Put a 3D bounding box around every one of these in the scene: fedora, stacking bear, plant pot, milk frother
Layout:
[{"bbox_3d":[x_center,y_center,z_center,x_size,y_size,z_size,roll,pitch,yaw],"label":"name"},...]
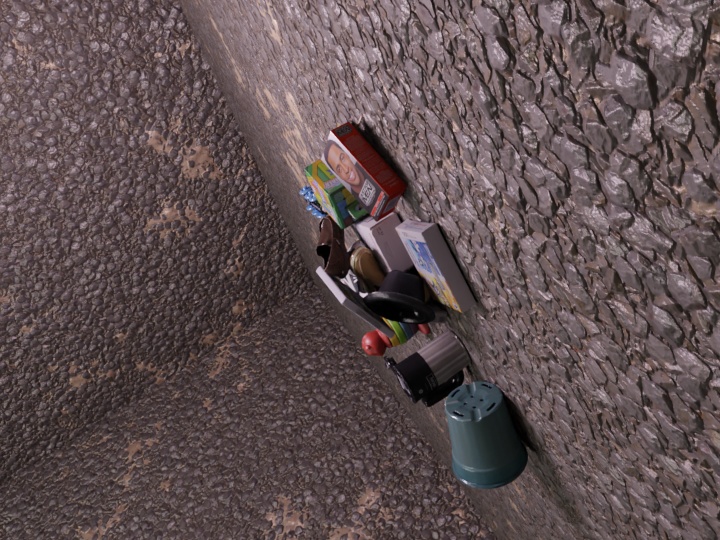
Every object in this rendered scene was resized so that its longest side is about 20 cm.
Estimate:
[{"bbox_3d":[0.101,0.059,1.500,0.198,0.093,0.201,15,162,5],"label":"fedora"},{"bbox_3d":[0.095,0.192,1.921,0.115,0.199,0.121,59,171,-11],"label":"stacking bear"},{"bbox_3d":[0.305,0.404,1.570,0.200,0.198,0.198,40,152,62],"label":"plant pot"},{"bbox_3d":[0.176,0.250,1.718,0.200,0.187,0.182,51,167,39],"label":"milk frother"}]

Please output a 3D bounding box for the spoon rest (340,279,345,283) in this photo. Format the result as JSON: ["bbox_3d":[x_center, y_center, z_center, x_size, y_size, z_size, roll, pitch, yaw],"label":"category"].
[{"bbox_3d":[0.002,-0.027,1.989,0.100,0.060,0.201,55,134,27],"label":"spoon rest"}]

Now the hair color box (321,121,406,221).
[{"bbox_3d":[0.004,-0.218,1.377,0.200,0.061,0.102,49,148,14],"label":"hair color box"}]

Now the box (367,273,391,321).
[{"bbox_3d":[0.070,0.033,1.842,0.202,0.106,0.148,59,171,-8],"label":"box"}]

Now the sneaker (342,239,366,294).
[{"bbox_3d":[0.000,0.000,1.687,0.130,0.080,0.199,45,151,-4],"label":"sneaker"}]

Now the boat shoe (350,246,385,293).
[{"bbox_3d":[0.035,0.010,1.606,0.076,0.072,0.200,34,168,32],"label":"boat shoe"}]

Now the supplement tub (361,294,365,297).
[{"bbox_3d":[0.040,0.072,2.079,0.201,0.122,0.123,54,170,28],"label":"supplement tub"}]

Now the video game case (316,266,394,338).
[{"bbox_3d":[-0.015,0.079,1.583,0.182,0.022,0.200,38,-175,-32],"label":"video game case"}]

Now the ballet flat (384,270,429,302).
[{"bbox_3d":[0.114,0.025,1.676,0.200,0.070,0.071,52,169,51],"label":"ballet flat"}]

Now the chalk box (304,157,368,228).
[{"bbox_3d":[-0.038,-0.206,1.609,0.200,0.124,0.125,48,166,44],"label":"chalk box"}]

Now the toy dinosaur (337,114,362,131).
[{"bbox_3d":[-0.026,-0.299,1.447,0.102,0.058,0.200,62,170,-13],"label":"toy dinosaur"}]

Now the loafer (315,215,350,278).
[{"bbox_3d":[-0.080,-0.070,1.614,0.073,0.070,0.202,-59,36,37],"label":"loafer"}]

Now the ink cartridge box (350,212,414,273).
[{"bbox_3d":[0.059,-0.078,1.615,0.149,0.085,0.200,61,170,-18],"label":"ink cartridge box"}]

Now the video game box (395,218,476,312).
[{"bbox_3d":[0.164,-0.015,1.387,0.202,0.046,0.182,61,173,-13],"label":"video game box"}]

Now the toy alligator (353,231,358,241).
[{"bbox_3d":[0.010,-0.136,1.813,0.053,0.060,0.202,3,133,22],"label":"toy alligator"}]

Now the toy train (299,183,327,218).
[{"bbox_3d":[-0.115,-0.230,1.960,0.088,0.113,0.200,66,168,-26],"label":"toy train"}]

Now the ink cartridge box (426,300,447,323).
[{"bbox_3d":[0.149,0.098,1.675,0.200,0.093,0.038,-140,55,-67],"label":"ink cartridge box"}]
